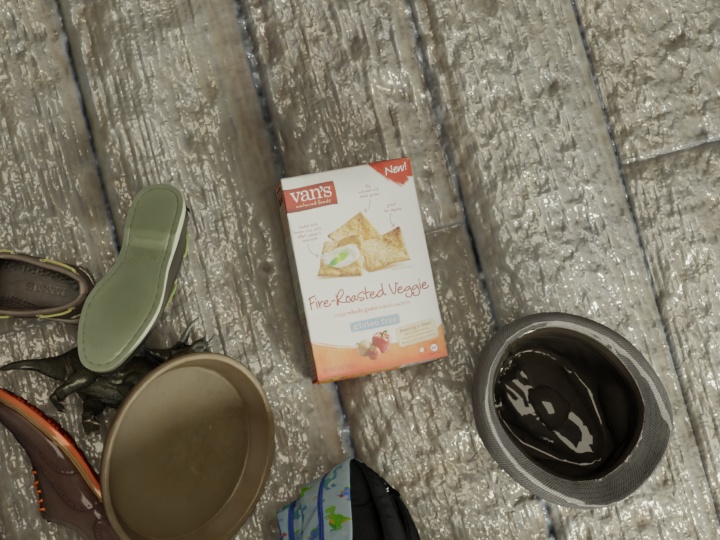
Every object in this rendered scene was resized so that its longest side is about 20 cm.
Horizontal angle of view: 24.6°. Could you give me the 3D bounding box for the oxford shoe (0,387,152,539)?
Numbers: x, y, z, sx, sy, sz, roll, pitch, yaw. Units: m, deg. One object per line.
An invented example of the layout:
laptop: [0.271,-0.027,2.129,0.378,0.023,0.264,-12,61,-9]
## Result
oxford shoe: [-0.285,0.196,1.553,0.072,0.071,0.200,-43,90,-6]

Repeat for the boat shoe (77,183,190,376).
boat shoe: [-0.209,0.017,1.563,0.071,0.061,0.203,13,62,12]

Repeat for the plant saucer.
plant saucer: [-0.164,0.173,1.542,0.198,0.029,0.203,-11,107,-40]

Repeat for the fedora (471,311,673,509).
fedora: [0.198,0.139,1.613,0.199,0.090,0.178,35,78,5]

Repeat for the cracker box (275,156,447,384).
cracker box: [0.000,0.000,1.622,0.132,0.058,0.203,-10,83,-9]

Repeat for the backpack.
backpack: [-0.005,0.267,1.517,0.163,0.153,0.202,42,34,-33]

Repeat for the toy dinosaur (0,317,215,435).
toy dinosaur: [-0.240,0.106,1.571,0.197,0.103,0.078,-1,123,4]

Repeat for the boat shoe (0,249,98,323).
boat shoe: [-0.348,0.012,1.564,0.197,0.060,0.073,8,81,2]
